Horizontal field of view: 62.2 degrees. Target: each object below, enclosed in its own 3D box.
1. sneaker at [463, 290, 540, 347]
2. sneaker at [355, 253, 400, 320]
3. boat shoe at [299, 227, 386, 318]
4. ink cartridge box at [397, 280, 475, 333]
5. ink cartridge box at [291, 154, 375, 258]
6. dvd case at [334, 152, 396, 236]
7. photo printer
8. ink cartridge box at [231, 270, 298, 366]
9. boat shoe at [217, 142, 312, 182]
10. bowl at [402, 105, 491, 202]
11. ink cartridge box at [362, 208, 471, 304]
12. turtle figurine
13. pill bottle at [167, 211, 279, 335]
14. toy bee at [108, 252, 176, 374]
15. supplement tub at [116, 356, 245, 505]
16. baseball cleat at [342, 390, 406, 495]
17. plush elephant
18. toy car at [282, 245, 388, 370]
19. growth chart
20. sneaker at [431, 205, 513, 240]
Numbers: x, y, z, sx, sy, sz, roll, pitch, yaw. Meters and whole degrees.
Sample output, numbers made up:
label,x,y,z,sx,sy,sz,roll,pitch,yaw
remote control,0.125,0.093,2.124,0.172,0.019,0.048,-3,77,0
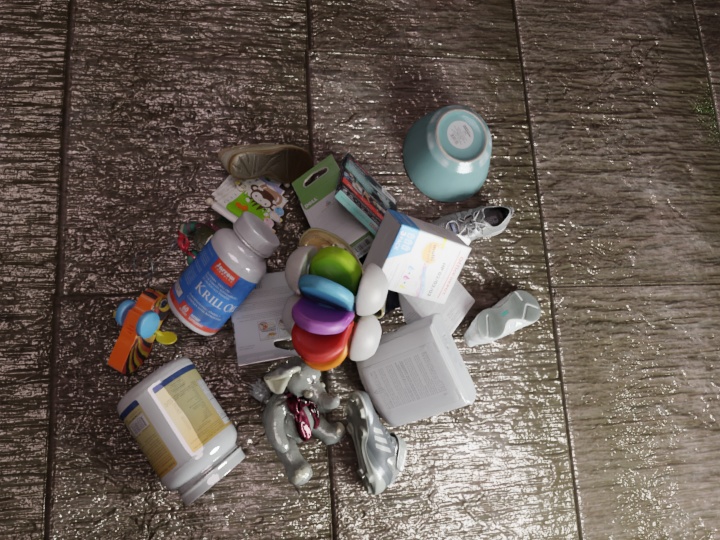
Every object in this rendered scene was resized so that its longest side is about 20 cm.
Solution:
label,x,y,z,sx,sy,sz,roll,pitch,yaw
sneaker,0.280,0.096,1.190,0.196,0.080,0.072,-16,72,-33
sneaker,0.001,0.000,1.150,0.144,0.077,0.206,-30,85,-18
boat shoe,-0.027,0.004,1.050,0.199,0.063,0.074,40,103,-11
ink cartridge box,0.116,0.032,1.144,0.200,0.050,0.160,47,42,4
ink cartridge box,-0.048,-0.111,1.143,0.102,0.059,0.203,-33,59,9
dvd case,0.015,-0.134,1.122,0.145,0.202,0.022,42,115,-19
photo printer,0.089,0.186,1.076,0.170,0.197,0.069,62,32,-3
ink cartridge box,-0.138,0.085,1.093,0.193,0.044,0.178,-8,60,-12
boat shoe,-0.179,-0.213,1.150,0.196,0.074,0.064,-11,34,-42
bowl,0.192,-0.255,1.231,0.193,0.105,0.209,2,78,-10
ink cartridge box,0.114,-0.017,1.049,0.195,0.068,0.118,15,110,-30
turtle figurine,-0.262,-0.051,1.105,0.199,0.100,0.151,-42,93,-25
pill bottle,-0.230,0.002,1.020,0.112,0.112,0.201,42,102,2
toy bee,-0.368,0.081,1.056,0.131,0.108,0.201,44,104,16
supplement tub,-0.296,0.267,0.998,0.143,0.145,0.203,-35,85,-16
baseball cleat,0.029,0.297,1.075,0.104,0.069,0.207,-19,112,-34
plush elephant,-0.099,0.222,1.031,0.200,0.157,0.163,43,32,16
toy car,-0.055,0.068,0.957,0.170,0.206,0.150,17,31,15
growth chart,-0.203,-0.141,1.127,0.141,0.018,0.203,27,39,-8
sneaker,0.220,-0.098,1.205,0.195,0.082,0.077,-20,77,-20
